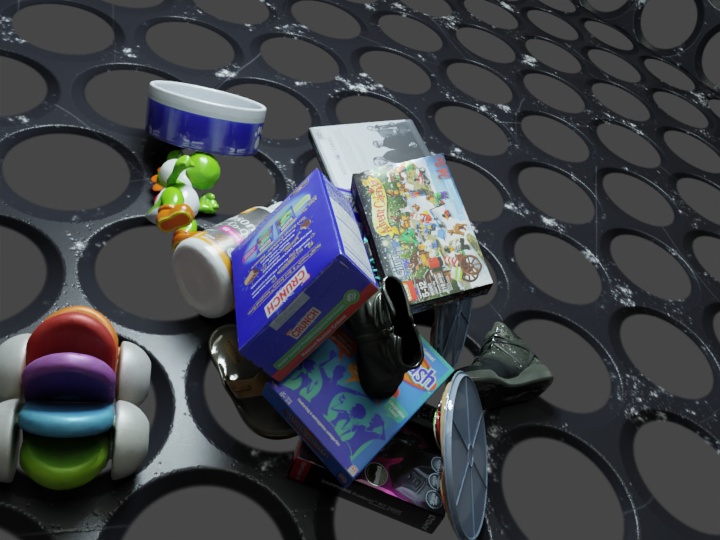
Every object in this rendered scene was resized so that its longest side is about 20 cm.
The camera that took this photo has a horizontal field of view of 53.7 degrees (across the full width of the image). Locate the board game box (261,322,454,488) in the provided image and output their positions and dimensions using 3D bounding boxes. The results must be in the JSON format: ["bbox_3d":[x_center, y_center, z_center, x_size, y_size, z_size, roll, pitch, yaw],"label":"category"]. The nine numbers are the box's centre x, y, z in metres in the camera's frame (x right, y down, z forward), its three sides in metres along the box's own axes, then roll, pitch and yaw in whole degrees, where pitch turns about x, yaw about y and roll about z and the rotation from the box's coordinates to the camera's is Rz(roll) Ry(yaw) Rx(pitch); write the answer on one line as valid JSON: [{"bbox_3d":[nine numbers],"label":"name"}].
[{"bbox_3d":[0.000,0.138,0.879,0.152,0.045,0.199,44,57,10],"label":"board game box"}]

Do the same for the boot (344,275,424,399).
[{"bbox_3d":[0.022,0.039,0.837,0.066,0.131,0.204,-9,63,-22],"label":"boot"}]

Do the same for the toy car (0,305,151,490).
[{"bbox_3d":[-0.314,0.127,0.773,0.171,0.152,0.203,6,43,-20],"label":"toy car"}]

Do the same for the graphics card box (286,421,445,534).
[{"bbox_3d":[0.018,0.234,0.900,0.196,0.051,0.127,24,40,-2],"label":"graphics card box"}]

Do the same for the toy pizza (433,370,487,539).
[{"bbox_3d":[0.121,0.227,0.875,0.031,0.203,0.202,-5,35,21],"label":"toy pizza"}]

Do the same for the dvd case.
[{"bbox_3d":[0.024,-0.192,1.202,0.195,0.025,0.152,-9,55,-20],"label":"dvd case"}]

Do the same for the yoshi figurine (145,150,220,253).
[{"bbox_3d":[-0.262,-0.125,1.111,0.110,0.113,0.202,19,36,-30],"label":"yoshi figurine"}]

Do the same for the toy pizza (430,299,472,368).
[{"bbox_3d":[0.130,0.052,1.038,0.031,0.204,0.201,9,36,20],"label":"toy pizza"}]

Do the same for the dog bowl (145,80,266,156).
[{"bbox_3d":[-0.262,-0.259,1.207,0.195,0.081,0.201,13,17,-4],"label":"dog bowl"}]

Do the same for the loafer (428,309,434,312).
[{"bbox_3d":[0.089,0.026,1.100,0.199,0.068,0.072,0,61,-59],"label":"loafer"}]

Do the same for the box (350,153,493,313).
[{"bbox_3d":[0.078,-0.049,0.944,0.133,0.038,0.204,-13,67,-11],"label":"box"}]

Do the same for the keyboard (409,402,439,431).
[{"bbox_3d":[0.033,0.163,0.961,0.196,0.021,0.127,24,6,3],"label":"keyboard"}]

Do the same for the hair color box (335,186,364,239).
[{"bbox_3d":[-0.040,-0.003,1.009,0.063,0.109,0.205,10,75,-14],"label":"hair color box"}]

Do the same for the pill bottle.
[{"bbox_3d":[-0.164,-0.023,1.032,0.116,0.118,0.199,38,42,17],"label":"pill bottle"}]

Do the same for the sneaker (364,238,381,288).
[{"bbox_3d":[0.000,0.000,1.106,0.076,0.092,0.202,-11,51,-33],"label":"sneaker"}]

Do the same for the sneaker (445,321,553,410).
[{"bbox_3d":[0.189,0.141,1.063,0.195,0.077,0.115,-4,46,-33],"label":"sneaker"}]

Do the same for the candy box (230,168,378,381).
[{"bbox_3d":[-0.074,-0.001,0.857,0.077,0.169,0.202,39,19,-31],"label":"candy box"}]

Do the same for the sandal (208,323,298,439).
[{"bbox_3d":[-0.135,0.132,0.904,0.081,0.055,0.201,-29,55,-17],"label":"sandal"}]
